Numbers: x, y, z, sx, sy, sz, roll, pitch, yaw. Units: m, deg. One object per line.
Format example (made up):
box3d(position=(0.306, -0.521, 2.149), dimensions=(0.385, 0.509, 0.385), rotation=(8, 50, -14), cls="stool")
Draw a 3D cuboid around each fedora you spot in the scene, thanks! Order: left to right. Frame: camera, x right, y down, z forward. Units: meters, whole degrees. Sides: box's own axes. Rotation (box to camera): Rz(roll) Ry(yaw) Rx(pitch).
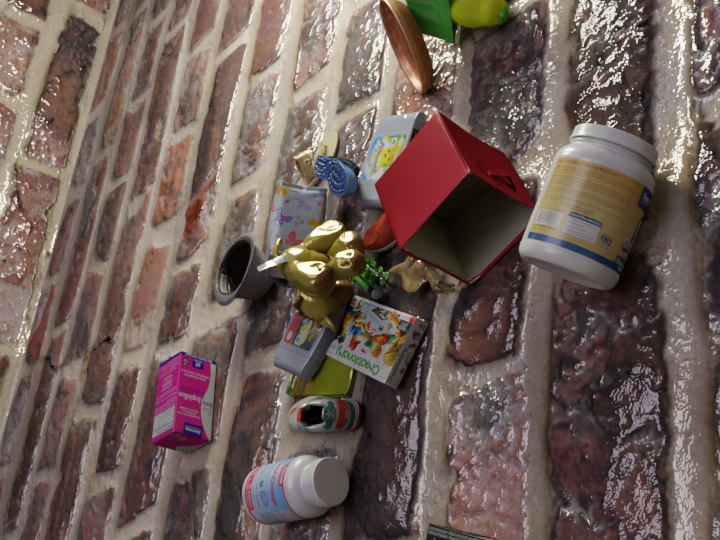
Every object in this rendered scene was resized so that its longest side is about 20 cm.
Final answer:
box3d(position=(-0.253, 0.008, 1.993), dimensions=(0.200, 0.090, 0.178), rotation=(-12, 60, 57), cls="fedora")

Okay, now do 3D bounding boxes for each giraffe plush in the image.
box3d(position=(-0.075, 0.026, 1.648), dimensions=(0.199, 0.163, 0.173), rotation=(-14, 37, 5), cls="giraffe plush")

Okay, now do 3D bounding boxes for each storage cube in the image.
box3d(position=(0.156, -0.119, 1.447), dimensions=(0.200, 0.171, 0.180), rotation=(-49, 37, 25), cls="storage cube")

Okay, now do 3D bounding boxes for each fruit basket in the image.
box3d(position=(0.187, -0.532, 1.667), dimensions=(0.215, 0.215, 0.156), rotation=(-18, 54, 48), cls="fruit basket")

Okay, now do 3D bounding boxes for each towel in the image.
box3d(position=(-0.077, 0.203, 1.706), dimensions=(0.200, 0.018, 0.086), rotation=(-9, 64, 51), cls="towel")

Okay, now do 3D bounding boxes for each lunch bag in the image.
box3d(position=(-0.136, -0.070, 1.849), dimensions=(0.200, 0.127, 0.170), rotation=(123, 155, -66), cls="lunch bag")

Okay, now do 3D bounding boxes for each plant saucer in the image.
box3d(position=(0.094, -0.447, 1.731), dimensions=(0.037, 0.201, 0.200), rotation=(-25, 42, -1), cls="plant saucer")

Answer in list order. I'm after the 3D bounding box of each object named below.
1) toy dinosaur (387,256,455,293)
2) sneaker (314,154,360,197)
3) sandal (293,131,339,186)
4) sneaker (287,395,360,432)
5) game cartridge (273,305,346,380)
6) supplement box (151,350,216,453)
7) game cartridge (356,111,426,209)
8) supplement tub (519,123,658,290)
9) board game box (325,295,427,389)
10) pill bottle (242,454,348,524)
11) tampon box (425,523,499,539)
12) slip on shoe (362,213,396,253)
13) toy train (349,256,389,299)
box3d(position=(0.096, -0.011, 1.564), dimensions=(0.200, 0.058, 0.102), rotation=(15, 84, 56), cls="toy dinosaur")
box3d(position=(-0.031, -0.195, 1.805), dimensions=(0.200, 0.078, 0.070), rotation=(-132, 52, -61), cls="sneaker")
box3d(position=(-0.126, -0.230, 1.980), dimensions=(0.212, 0.069, 0.078), rotation=(-60, 35, 9), cls="sandal")
box3d(position=(-0.091, 0.262, 1.616), dimensions=(0.199, 0.093, 0.071), rotation=(-10, 72, 50), cls="sneaker")
box3d(position=(-0.096, 0.115, 1.755), dimensions=(0.133, 0.041, 0.201), rotation=(13, 76, 51), cls="game cartridge")
box3d(position=(-0.403, 0.302, 2.014), dimensions=(0.103, 0.101, 0.201), rotation=(-31, 49, 40), cls="supplement box")
box3d(position=(0.058, -0.220, 1.759), dimensions=(0.133, 0.040, 0.201), rotation=(3, 73, 58), cls="game cartridge")
box3d(position=(0.321, -0.088, 1.228), dimensions=(0.144, 0.144, 0.201), rotation=(20, 87, 56), cls="supplement tub")
box3d(position=(0.026, 0.126, 1.588), dimensions=(0.200, 0.035, 0.127), rotation=(17, 79, 56), cls="board game box")
box3d(position=(-0.115, 0.389, 1.567), dimensions=(0.200, 0.108, 0.109), rotation=(-25, 51, 44), cls="pill bottle")
box3d(position=(0.157, 0.452, 1.146), dimensions=(0.150, 0.126, 0.201), rotation=(-5, 67, 53), cls="tampon box")
box3d(position=(0.065, -0.099, 1.655), dimensions=(0.200, 0.061, 0.074), rotation=(-35, 47, 39), cls="slip on shoe")
box3d(position=(0.000, 0.000, 1.692), dimensions=(0.200, 0.042, 0.057), rotation=(43, 120, 59), cls="toy train")
